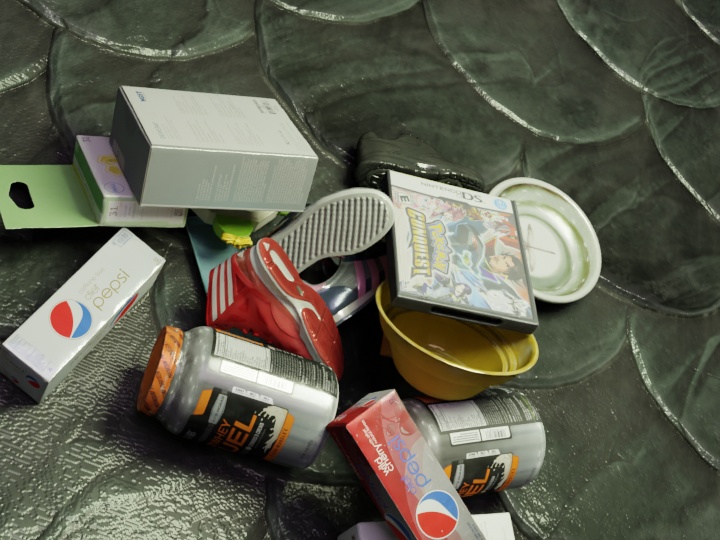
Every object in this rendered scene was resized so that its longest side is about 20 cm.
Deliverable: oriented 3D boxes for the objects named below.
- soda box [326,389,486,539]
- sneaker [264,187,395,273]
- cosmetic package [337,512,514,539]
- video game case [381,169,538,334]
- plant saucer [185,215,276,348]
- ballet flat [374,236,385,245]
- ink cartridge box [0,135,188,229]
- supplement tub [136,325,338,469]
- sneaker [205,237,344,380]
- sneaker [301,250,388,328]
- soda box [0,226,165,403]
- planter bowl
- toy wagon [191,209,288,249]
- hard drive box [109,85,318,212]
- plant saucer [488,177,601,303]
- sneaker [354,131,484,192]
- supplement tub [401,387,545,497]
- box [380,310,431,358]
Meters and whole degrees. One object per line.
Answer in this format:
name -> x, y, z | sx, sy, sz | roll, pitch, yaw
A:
soda box -> 0.050, 0.228, 1.061 | 0.070, 0.063, 0.201 | -33, 94, -23
sneaker -> -0.045, -0.051, 1.213 | 0.079, 0.199, 0.079 | 60, 21, -15
cosmetic package -> 0.080, 0.335, 1.133 | 0.199, 0.074, 0.102 | 3, 63, -23
video game case -> 0.117, -0.025, 1.206 | 0.180, 0.026, 0.201 | 12, 48, -18
plant saucer -> -0.158, 0.023, 1.217 | 0.070, 0.019, 0.201 | -7, 68, -31
ballet flat -> 0.043, -0.060, 1.317 | 0.199, 0.068, 0.046 | -9, 26, -44
ink cartridge box -> -0.312, -0.103, 1.150 | 0.199, 0.048, 0.146 | 0, 34, -30
supplement tub -> -0.134, 0.136, 1.101 | 0.199, 0.123, 0.123 | 19, 56, -16
sneaker -> -0.107, 0.060, 1.178 | 0.201, 0.115, 0.078 | 61, 22, -21
sneaker -> 0.000, 0.000, 1.279 | 0.082, 0.070, 0.200 | 50, 51, 3
soda box -> -0.303, 0.046, 1.098 | 0.064, 0.068, 0.200 | 39, 53, -2
planter bowl -> 0.099, 0.092, 1.169 | 0.199, 0.084, 0.201 | 16, 26, -8
toy wagon -> -0.164, -0.103, 1.256 | 0.154, 0.040, 0.201 | 10, 52, -22
hard drive box -> -0.173, -0.141, 1.166 | 0.199, 0.077, 0.156 | 1, 33, -28
plant saucer -> 0.250, -0.036, 1.441 | 0.199, 0.050, 0.201 | 12, 59, -21
sneaker -> 0.085, -0.147, 1.398 | 0.199, 0.076, 0.091 | 14, 48, -25
supplement tub -> 0.107, 0.207, 1.186 | 0.199, 0.123, 0.123 | -3, 65, -28
box -> 0.096, 0.023, 1.276 | 0.119, 0.041, 0.201 | 19, 75, -37
